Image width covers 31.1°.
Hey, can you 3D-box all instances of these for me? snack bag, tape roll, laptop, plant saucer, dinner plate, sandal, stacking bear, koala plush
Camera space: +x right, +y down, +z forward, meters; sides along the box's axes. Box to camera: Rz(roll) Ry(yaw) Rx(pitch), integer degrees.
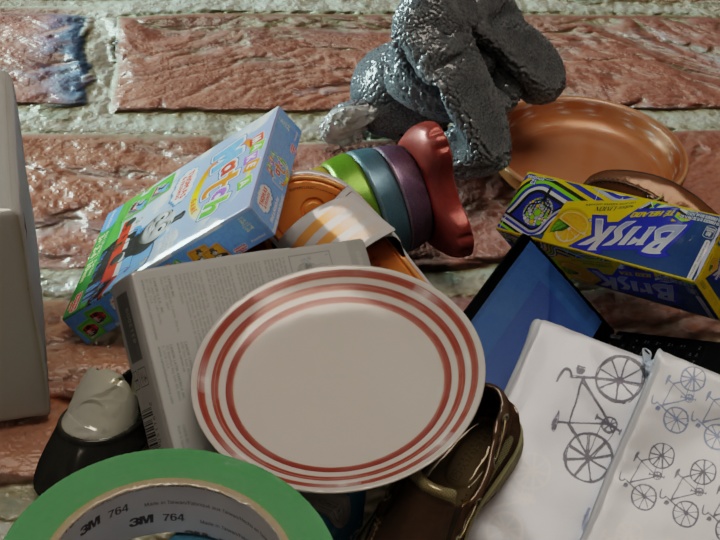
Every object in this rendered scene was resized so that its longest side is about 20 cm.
[{"bbox_3d":[0.177,0.136,0.902,0.200,0.021,0.189,22,70,17],"label":"snack bag"},{"bbox_3d":[-0.111,0.191,0.746,0.200,0.048,0.200,3,39,-3],"label":"tape roll"},{"bbox_3d":[0.193,0.062,1.002,0.200,0.103,0.177,6,34,30],"label":"laptop"},{"bbox_3d":[0.224,-0.110,1.289,0.200,0.037,0.200,3,37,-2],"label":"plant saucer"},{"bbox_3d":[-0.015,0.073,0.880,0.200,0.024,0.200,-2,45,2],"label":"dinner plate"},{"bbox_3d":[0.006,-0.006,1.033,0.207,0.059,0.079,44,84,3],"label":"sandal"},{"bbox_3d":[-0.022,-0.043,1.120,0.200,0.122,0.114,-19,13,-14],"label":"stacking bear"},{"bbox_3d":[0.061,-0.190,1.276,0.200,0.184,0.177,-13,30,51],"label":"koala plush"}]

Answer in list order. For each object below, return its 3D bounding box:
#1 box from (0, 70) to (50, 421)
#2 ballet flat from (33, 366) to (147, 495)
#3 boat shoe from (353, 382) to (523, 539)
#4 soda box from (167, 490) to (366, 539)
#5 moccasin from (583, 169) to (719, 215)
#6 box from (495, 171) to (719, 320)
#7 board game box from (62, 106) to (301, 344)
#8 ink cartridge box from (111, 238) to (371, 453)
[{"bbox_3d":[-0.331,-0.014,0.966,0.171,0.200,0.199,-8,39,-12],"label":"box"},{"bbox_3d":[-0.170,0.090,0.955,0.068,0.068,0.200,16,37,30],"label":"ballet flat"},{"bbox_3d":[0.040,0.156,0.849,0.075,0.075,0.202,21,59,21],"label":"boat shoe"},{"bbox_3d":[-0.081,0.195,0.835,0.068,0.064,0.200,27,43,26],"label":"soda box"},{"bbox_3d":[0.280,-0.020,1.147,0.201,0.074,0.078,38,52,11],"label":"moccasin"},{"bbox_3d":[0.219,-0.023,1.092,0.200,0.070,0.064,17,72,41],"label":"box"},{"bbox_3d":[-0.143,-0.038,1.056,0.200,0.037,0.151,-28,29,24],"label":"board game box"},{"bbox_3d":[-0.069,0.067,0.953,0.200,0.047,0.160,-10,79,-34],"label":"ink cartridge box"}]
